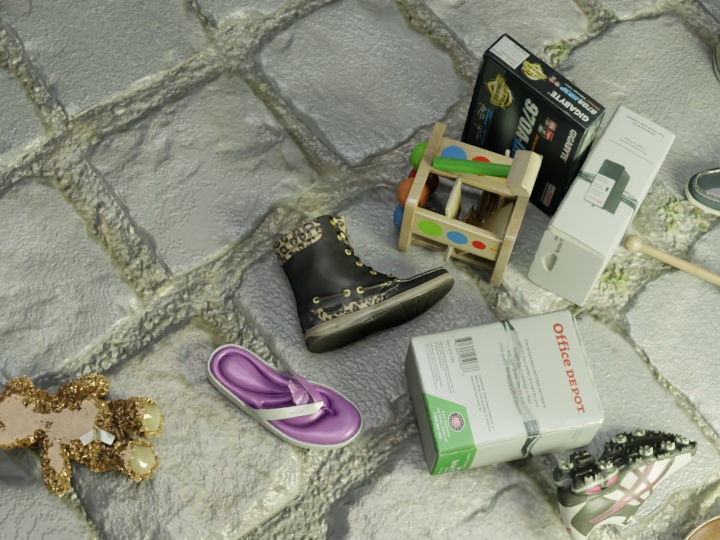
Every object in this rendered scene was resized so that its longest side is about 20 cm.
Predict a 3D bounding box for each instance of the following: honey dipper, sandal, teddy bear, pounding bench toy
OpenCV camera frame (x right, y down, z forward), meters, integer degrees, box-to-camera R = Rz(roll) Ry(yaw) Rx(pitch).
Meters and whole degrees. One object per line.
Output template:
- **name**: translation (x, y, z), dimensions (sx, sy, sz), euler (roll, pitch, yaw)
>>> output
- **honey dipper**: translation (0.422, 0.002, 1.700), dimensions (0.198, 0.038, 0.038), euler (25, 65, 10)
- **sandal**: translation (-0.092, 0.147, 1.589), dimensions (0.201, 0.050, 0.083), euler (23, 65, 8)
- **teddy bear**: translation (-0.321, 0.184, 1.558), dimensions (0.197, 0.067, 0.147), euler (-6, 73, -14)
- **pounding bench toy**: translation (0.127, -0.101, 1.641), dimensions (0.154, 0.201, 0.125), euler (19, 64, 6)

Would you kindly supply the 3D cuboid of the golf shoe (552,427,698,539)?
- **golf shoe**: translation (0.303, 0.240, 1.563), dimensions (0.198, 0.077, 0.089), euler (-15, 108, -27)

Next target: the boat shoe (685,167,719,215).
- **boat shoe**: translation (0.518, -0.105, 1.743), dimensions (0.197, 0.062, 0.076), euler (8, 65, 1)

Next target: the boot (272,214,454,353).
- **boot**: translation (0.000, 0.000, 1.658), dimensions (0.198, 0.073, 0.152), euler (-23, 67, -8)

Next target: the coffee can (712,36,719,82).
- **coffee can**: translation (0.557, -0.325, 1.776), dimensions (0.144, 0.201, 0.148), euler (1, 64, -3)

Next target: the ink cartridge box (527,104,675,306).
- **ink cartridge box**: translation (0.293, -0.077, 1.670), dimensions (0.082, 0.147, 0.201), euler (29, 67, 10)

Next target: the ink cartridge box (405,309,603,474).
- **ink cartridge box**: translation (0.164, 0.141, 1.580), dimensions (0.197, 0.083, 0.148), euler (-9, 65, -8)

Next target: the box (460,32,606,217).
- **box**: translation (0.208, -0.177, 1.683), dimensions (0.159, 0.201, 0.046), euler (40, 65, 15)

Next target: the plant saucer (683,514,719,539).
- **plant saucer**: translation (0.435, 0.371, 1.518), dimensions (0.197, 0.037, 0.203), euler (2, 64, -3)
